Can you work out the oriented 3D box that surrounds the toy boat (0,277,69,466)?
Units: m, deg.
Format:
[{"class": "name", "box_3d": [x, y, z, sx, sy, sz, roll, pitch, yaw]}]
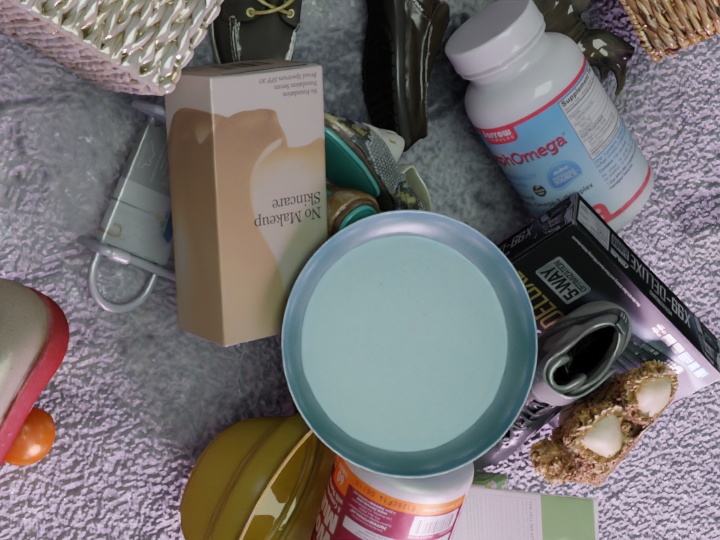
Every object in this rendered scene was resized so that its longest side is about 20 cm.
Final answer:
[{"class": "toy boat", "box_3d": [-0.282, 0.108, 1.068, 0.131, 0.130, 0.201, 34, 82, -50]}]

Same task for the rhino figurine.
[{"class": "rhino figurine", "box_3d": [0.172, -0.234, 1.225, 0.087, 0.060, 0.200, -34, 107, 5]}]

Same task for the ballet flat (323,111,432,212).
[{"class": "ballet flat", "box_3d": [0.015, -0.074, 1.158, 0.072, 0.072, 0.201, -44, 131, -12]}]

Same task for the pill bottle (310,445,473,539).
[{"class": "pill bottle", "box_3d": [0.014, 0.222, 1.147, 0.109, 0.110, 0.201, 6, 118, -21]}]

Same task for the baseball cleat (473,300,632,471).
[{"class": "baseball cleat", "box_3d": [0.133, 0.097, 1.144, 0.070, 0.106, 0.200, 45, 106, 3]}]

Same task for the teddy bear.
[{"class": "teddy bear", "box_3d": [0.196, 0.122, 1.153, 0.067, 0.200, 0.145, 44, 94, 13]}]

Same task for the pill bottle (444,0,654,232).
[{"class": "pill bottle", "box_3d": [0.156, -0.126, 1.193, 0.109, 0.109, 0.200, -42, 113, -12]}]

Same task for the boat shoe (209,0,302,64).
[{"class": "boat shoe", "box_3d": [-0.079, -0.231, 1.131, 0.071, 0.061, 0.203, -1, 95, -20]}]

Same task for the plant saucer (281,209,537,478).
[{"class": "plant saucer", "box_3d": [0.036, 0.055, 1.077, 0.199, 0.027, 0.202, 1, 85, -13]}]

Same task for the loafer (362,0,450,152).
[{"class": "loafer", "box_3d": [0.045, -0.199, 1.174, 0.071, 0.073, 0.201, -4, 97, -21]}]

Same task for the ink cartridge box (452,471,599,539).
[{"class": "ink cartridge box", "box_3d": [0.115, 0.244, 1.180, 0.048, 0.199, 0.147, -14, 101, -58]}]

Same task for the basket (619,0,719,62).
[{"class": "basket", "box_3d": [0.277, -0.304, 1.189, 0.201, 0.149, 0.143, 57, 35, -14]}]

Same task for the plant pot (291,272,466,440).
[{"class": "plant pot", "box_3d": [0.035, 0.072, 1.172, 0.199, 0.028, 0.201, -12, 134, -13]}]

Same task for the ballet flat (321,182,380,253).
[{"class": "ballet flat", "box_3d": [0.000, 0.000, 1.164, 0.068, 0.072, 0.200, -39, 138, -12]}]

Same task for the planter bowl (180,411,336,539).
[{"class": "planter bowl", "box_3d": [-0.085, 0.180, 1.130, 0.083, 0.200, 0.201, 27, 84, 19]}]

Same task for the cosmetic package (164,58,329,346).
[{"class": "cosmetic package", "box_3d": [-0.084, -0.054, 1.068, 0.105, 0.071, 0.201, -14, 109, -35]}]

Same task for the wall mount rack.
[{"class": "wall mount rack", "box_3d": [-0.126, -0.046, 1.125, 0.173, 0.074, 0.201, 23, 87, -41]}]

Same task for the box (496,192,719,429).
[{"class": "box", "box_3d": [0.186, 0.049, 1.213, 0.157, 0.050, 0.200, -34, 112, 31]}]

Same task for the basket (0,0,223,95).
[{"class": "basket", "box_3d": [-0.184, -0.243, 1.022, 0.160, 0.200, 0.199, 33, 83, -26]}]
